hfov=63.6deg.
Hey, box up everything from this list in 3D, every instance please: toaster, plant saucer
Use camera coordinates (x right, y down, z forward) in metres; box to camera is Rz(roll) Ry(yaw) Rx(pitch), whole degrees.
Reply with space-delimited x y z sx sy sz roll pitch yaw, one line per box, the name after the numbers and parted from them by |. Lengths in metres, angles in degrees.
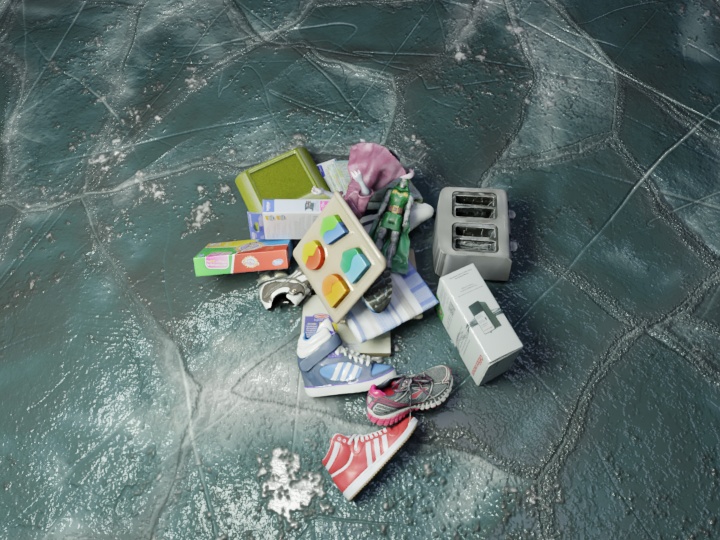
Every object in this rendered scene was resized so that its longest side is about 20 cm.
0.246 -0.082 1.304 0.195 0.119 0.184 4 62 4 | toaster
-0.183 -0.200 1.376 0.197 0.048 0.202 -26 62 -8 | plant saucer

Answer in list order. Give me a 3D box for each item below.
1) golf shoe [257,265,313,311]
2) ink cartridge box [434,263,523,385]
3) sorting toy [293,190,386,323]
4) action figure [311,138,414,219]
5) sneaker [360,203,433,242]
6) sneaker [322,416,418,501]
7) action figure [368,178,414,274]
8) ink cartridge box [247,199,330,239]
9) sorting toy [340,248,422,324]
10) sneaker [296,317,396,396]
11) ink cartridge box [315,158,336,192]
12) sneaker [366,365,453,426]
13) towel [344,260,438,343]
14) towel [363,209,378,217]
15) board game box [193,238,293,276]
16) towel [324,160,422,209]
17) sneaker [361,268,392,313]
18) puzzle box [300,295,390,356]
-0.125 0.034 1.265 0.196 0.078 0.096 -19 52 3 | golf shoe
0.236 0.113 1.190 0.082 0.147 0.202 -22 65 -10 | ink cartridge box
-0.051 -0.022 1.142 0.036 0.201 0.187 -10 57 -46 | sorting toy
-0.001 -0.166 1.209 0.133 0.148 0.203 10 70 50 | action figure
0.075 -0.093 1.305 0.196 0.076 0.082 -18 80 -1 | sneaker
0.014 0.332 1.128 0.199 0.072 0.112 -42 72 -15 | sneaker
0.069 -0.105 1.247 0.116 0.055 0.204 15 81 5 | action figure
-0.145 -0.111 1.268 0.195 0.120 0.043 -3 65 -7 | ink cartridge box
0.037 0.026 1.280 0.181 0.037 0.203 -4 51 -1 | sorting toy
-0.033 0.168 1.182 0.196 0.081 0.150 -10 92 3 | sneaker
-0.136 -0.199 1.423 0.196 0.039 0.101 -18 63 -5 | ink cartridge box
0.103 0.235 1.145 0.197 0.076 0.080 -20 30 -28 | sneaker
0.047 0.056 1.228 0.197 0.024 0.148 -25 59 -15 | towel
-0.018 -0.107 1.366 0.196 0.049 0.114 -11 64 -4 | towel
-0.253 -0.034 1.287 0.195 0.153 0.041 -5 105 -1 | board game box
0.027 -0.199 1.357 0.196 0.049 0.172 -3 39 -17 | towel
0.000 0.000 1.206 0.077 0.090 0.202 -21 71 -21 | sneaker
-0.031 0.119 1.264 0.195 0.026 0.136 1 63 3 | puzzle box
